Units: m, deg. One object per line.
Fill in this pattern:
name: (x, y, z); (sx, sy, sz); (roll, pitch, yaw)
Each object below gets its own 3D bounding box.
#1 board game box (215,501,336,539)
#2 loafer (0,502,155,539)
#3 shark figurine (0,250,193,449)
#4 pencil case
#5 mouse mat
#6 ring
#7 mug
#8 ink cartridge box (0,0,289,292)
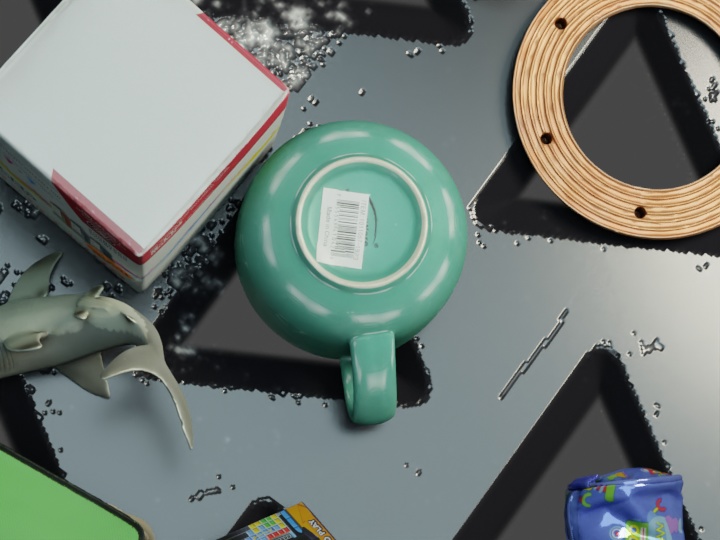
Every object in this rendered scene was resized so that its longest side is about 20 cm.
board game box: (-0.047, 0.254, 1.601); (0.165, 0.057, 0.200); (-20, 53, -37)
loafer: (-0.232, 0.174, 1.663); (0.200, 0.068, 0.076); (4, 111, -21)
shark figurine: (-0.175, 0.057, 1.674); (0.128, 0.214, 0.090); (-53, 132, -38)
pencil case: (0.174, 0.230, 1.695); (0.087, 0.078, 0.200); (5, 79, -29)
mouse mat: (-0.252, 0.207, 1.627); (0.161, 0.008, 0.200); (34, 96, -27)
ring: (0.203, -0.119, 1.784); (0.200, 0.019, 0.201); (1, 80, -6)
mug: (0.005, -0.010, 1.695); (0.152, 0.114, 0.185); (-40, 87, -11)
ink cartridge box: (-0.148, -0.092, 1.649); (0.145, 0.200, 0.145); (40, 82, 1)
